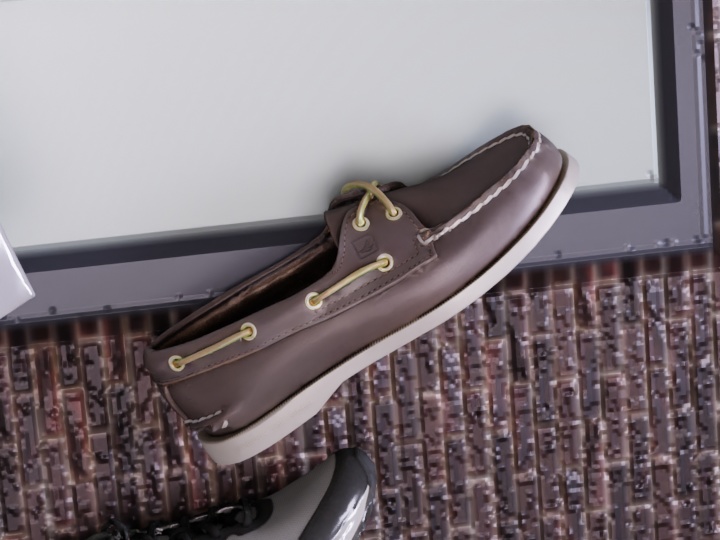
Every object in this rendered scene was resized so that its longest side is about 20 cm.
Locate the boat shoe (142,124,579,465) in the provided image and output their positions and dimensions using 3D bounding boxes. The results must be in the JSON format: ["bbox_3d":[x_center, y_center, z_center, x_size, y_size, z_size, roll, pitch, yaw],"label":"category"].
[{"bbox_3d":[0.000,0.000,1.123,0.200,0.072,0.060,-37,109,8],"label":"boat shoe"}]

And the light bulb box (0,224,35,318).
[{"bbox_3d":[-0.265,-0.028,1.013,0.199,0.125,0.199,-32,108,-27],"label":"light bulb box"}]

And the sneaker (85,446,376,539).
[{"bbox_3d":[-0.080,0.134,1.144,0.200,0.074,0.080,-34,101,1],"label":"sneaker"}]
